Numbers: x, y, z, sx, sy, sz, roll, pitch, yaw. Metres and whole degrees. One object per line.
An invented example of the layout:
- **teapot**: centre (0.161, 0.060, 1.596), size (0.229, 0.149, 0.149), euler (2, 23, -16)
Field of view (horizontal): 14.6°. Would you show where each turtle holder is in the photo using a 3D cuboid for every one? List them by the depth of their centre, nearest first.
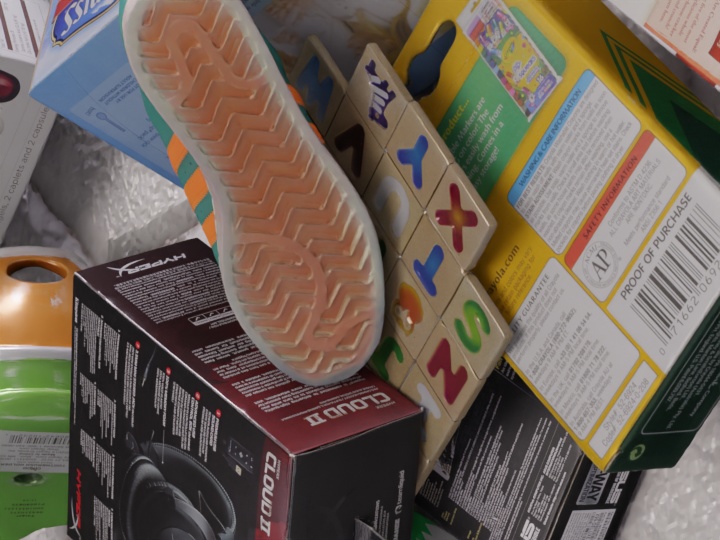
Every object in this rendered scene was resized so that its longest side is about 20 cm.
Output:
- **turtle holder**: centre (-0.166, 0.071, 1.458), size (0.140, 0.186, 0.132), euler (-11, 63, 12)

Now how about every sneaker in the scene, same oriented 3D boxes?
- **sneaker**: centre (-0.045, -0.048, 1.203), size (0.080, 0.071, 0.201), euler (-112, -1, -67)

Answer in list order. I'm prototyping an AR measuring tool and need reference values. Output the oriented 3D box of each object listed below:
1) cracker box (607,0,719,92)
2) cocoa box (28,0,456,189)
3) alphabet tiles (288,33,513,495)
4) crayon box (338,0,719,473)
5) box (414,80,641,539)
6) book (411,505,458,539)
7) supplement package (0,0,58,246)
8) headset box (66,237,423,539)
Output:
- **cracker box**: centre (0.138, -0.137, 1.128), size (0.200, 0.133, 0.058), euler (44, 119, 38)
- **cocoa box**: centre (-0.037, -0.140, 1.282), size (0.200, 0.133, 0.132), euler (-34, 35, 40)
- **alphabet tiles**: centre (0.000, 0.000, 1.229), size (0.167, 0.006, 0.200), euler (57, 146, 22)
- **crayon box**: centre (0.088, -0.030, 1.166), size (0.200, 0.051, 0.126), euler (50, 122, 32)
- **box**: centre (0.072, 0.019, 1.254), size (0.158, 0.050, 0.201), euler (36, 114, 41)
- **book**: centre (-0.007, 0.197, 1.342), size (0.133, 0.048, 0.201), euler (29, 106, 41)
- **supplement package**: centre (-0.251, -0.071, 1.513), size (0.201, 0.110, 0.156), euler (-64, 26, 24)
- **headset box**: centre (-0.051, 0.098, 1.278), size (0.200, 0.077, 0.150), euler (34, 131, 43)
